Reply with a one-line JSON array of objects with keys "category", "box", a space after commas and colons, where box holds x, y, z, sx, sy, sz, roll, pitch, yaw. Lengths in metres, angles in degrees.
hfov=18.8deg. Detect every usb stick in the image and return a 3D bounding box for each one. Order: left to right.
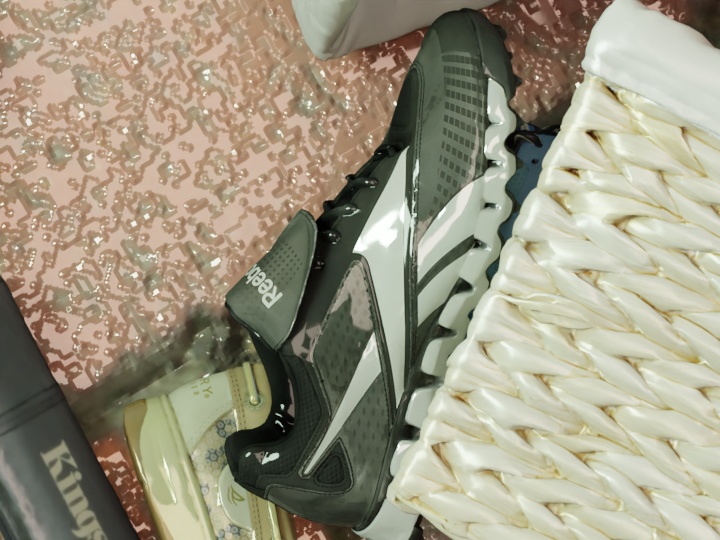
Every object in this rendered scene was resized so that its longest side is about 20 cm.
[{"category": "usb stick", "box": [-0.113, 0.094, 0.823, 0.032, 0.055, 0.201, -26, 93, 31]}]

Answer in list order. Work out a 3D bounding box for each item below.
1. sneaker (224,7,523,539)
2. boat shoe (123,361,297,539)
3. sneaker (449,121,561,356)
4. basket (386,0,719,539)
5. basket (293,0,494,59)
[{"category": "sneaker", "box": [0.000, 0.000, 0.783, 0.090, 0.066, 0.201, 11, 97, -17]}, {"category": "boat shoe", "box": [-0.029, 0.135, 0.822, 0.062, 0.073, 0.201, -22, 90, -6]}, {"category": "sneaker", "box": [0.091, -0.036, 0.846, 0.200, 0.078, 0.090, -40, 87, -10]}, {"category": "basket", "box": [0.135, 0.034, 0.673, 0.199, 0.198, 0.162, 26, 96, 8]}, {"category": "basket", "box": [0.056, -0.194, 0.782, 0.197, 0.200, 0.162, -20, 85, -9]}]
